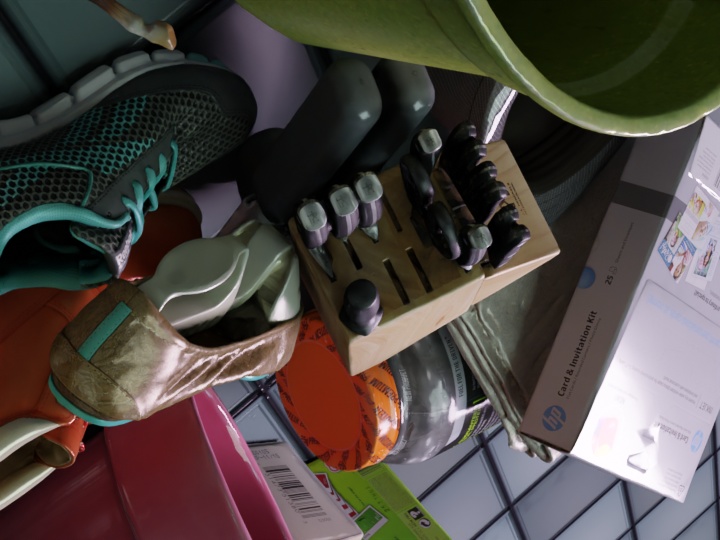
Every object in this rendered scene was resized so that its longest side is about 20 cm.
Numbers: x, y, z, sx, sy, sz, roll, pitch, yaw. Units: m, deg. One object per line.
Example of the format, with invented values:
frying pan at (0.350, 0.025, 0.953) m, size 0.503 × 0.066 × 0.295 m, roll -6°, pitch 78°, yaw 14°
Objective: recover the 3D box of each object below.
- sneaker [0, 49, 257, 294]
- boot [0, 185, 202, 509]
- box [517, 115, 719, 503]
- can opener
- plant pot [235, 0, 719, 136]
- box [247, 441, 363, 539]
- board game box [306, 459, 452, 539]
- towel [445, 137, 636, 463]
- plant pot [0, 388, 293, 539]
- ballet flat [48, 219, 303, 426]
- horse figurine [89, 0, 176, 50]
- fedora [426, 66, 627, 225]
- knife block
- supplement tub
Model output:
sneaker at (-0.119, -0.031, 0.704) m, size 0.199 × 0.091 × 0.078 m, roll -25°, pitch 148°, yaw -32°
boot at (-0.140, 0.040, 0.758) m, size 0.200 × 0.107 × 0.075 m, roll -36°, pitch 148°, yaw -20°
box at (0.179, 0.024, 0.944) m, size 0.156 × 0.041 × 0.201 m, roll 26°, pitch 83°, yaw -51°
can opener at (-0.029, -0.053, 0.758) m, size 0.052 × 0.067 × 0.200 m, roll -15°, pitch 169°, yaw -26°
plant pot at (0.038, -0.153, 0.610) m, size 0.200 × 0.184 × 0.202 m, roll -5°, pitch 98°, yaw -39°
box at (-0.097, 0.218, 1.070) m, size 0.078 × 0.095 × 0.200 m, roll 1°, pitch 130°, yaw -54°
board game box at (0.020, 0.214, 1.103) m, size 0.101 × 0.200 × 0.048 m, roll -21°, pitch 145°, yaw -36°
towel at (0.131, 0.004, 0.960) m, size 0.200 × 0.034 × 0.133 m, roll -45°, pitch 120°, yaw -28°
plant pot at (-0.129, 0.179, 0.891) m, size 0.178 × 0.201 × 0.200 m, roll -26°, pitch 151°, yaw 0°
ballet flat at (-0.067, 0.014, 0.724) m, size 0.073 × 0.068 × 0.200 m, roll -57°, pitch 164°, yaw 19°
horse figurine at (-0.101, -0.161, 0.555) m, size 0.050 × 0.132 × 0.201 m, roll -82°, pitch -163°, yaw -58°
fedora at (0.096, -0.122, 0.866) m, size 0.200 × 0.090 × 0.177 m, roll -55°, pitch 153°, yaw 6°
knife block at (0.000, 0.000, 0.740) m, size 0.175 × 0.064 × 0.200 m, roll -16°, pitch 167°, yaw -48°
supplement tub at (0.053, 0.043, 0.998) m, size 0.199 × 0.123 × 0.123 m, roll -22°, pitch 145°, yaw -36°
